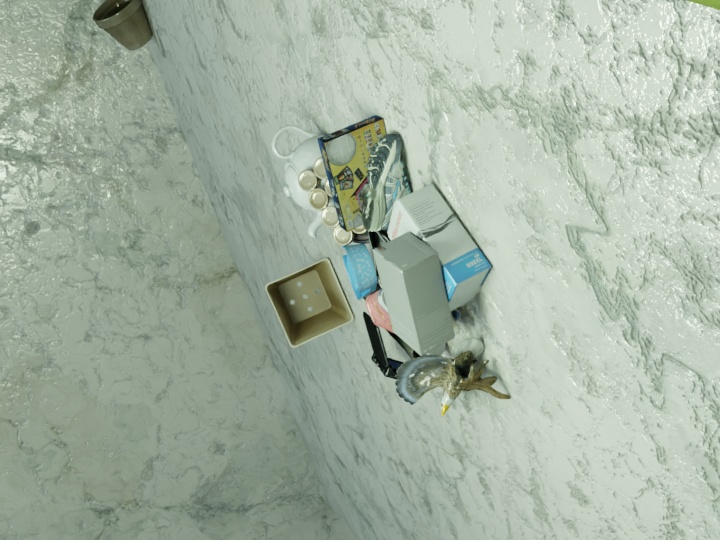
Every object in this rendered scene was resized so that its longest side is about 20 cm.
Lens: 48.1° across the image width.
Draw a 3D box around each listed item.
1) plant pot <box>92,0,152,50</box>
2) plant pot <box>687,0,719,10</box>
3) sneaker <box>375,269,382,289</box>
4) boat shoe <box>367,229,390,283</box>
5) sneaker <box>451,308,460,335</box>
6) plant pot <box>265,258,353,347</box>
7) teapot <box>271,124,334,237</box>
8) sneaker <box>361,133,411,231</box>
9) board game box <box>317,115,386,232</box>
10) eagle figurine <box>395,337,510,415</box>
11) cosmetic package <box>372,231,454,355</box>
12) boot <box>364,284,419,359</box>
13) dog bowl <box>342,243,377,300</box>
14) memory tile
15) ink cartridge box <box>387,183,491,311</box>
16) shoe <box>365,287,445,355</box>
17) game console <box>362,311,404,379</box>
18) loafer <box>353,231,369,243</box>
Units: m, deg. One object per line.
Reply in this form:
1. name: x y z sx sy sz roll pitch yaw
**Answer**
1. plant pot: -0.905 -0.962 3.139 0.200 0.200 0.174 44 171 47
2. plant pot: 0.303 -0.277 0.619 0.190 0.200 0.200 39 152 27
3. sneaker: 0.077 -0.012 1.744 0.079 0.078 0.200 -129 23 -52
4. boat shoe: 0.058 -0.002 1.646 0.074 0.066 0.200 -11 88 44
5. sneaker: 0.156 0.084 1.668 0.200 0.090 0.075 -93 6 -63
6. plant pot: -0.157 0.086 2.392 0.177 0.200 0.200 -149 35 -81
7. teapot: -0.117 -0.219 1.910 0.200 0.146 0.198 55 160 31
8. sneaker: 0.059 -0.174 1.596 0.078 0.086 0.201 -127 43 -54
9. board game box: 0.001 -0.194 1.624 0.035 0.135 0.200 39 149 54
10. eagle figurine: 0.180 0.225 1.648 0.152 0.151 0.200 58 157 -14
11. cosmetic package: 0.099 0.043 1.476 0.107 0.090 0.200 41 150 49
12. boot: 0.082 0.116 1.917 0.182 0.072 0.200 61 175 -37
13. dog bowl: 0.000 0.000 1.831 0.200 0.049 0.112 92 159 -78
14. memory tile: -0.042 -0.168 1.795 0.200 0.153 0.017 57 -155 8
15. ink cartridge box: 0.143 -0.038 1.512 0.200 0.084 0.145 57 162 19
16. shoe: 0.098 0.117 1.788 0.200 0.072 0.091 45 153 -11
17. game console: 0.086 0.187 1.930 0.200 0.175 0.117 -145 72 -80
18. loafer: 0.000 -0.104 1.862 0.200 0.072 0.063 -157 49 -69
